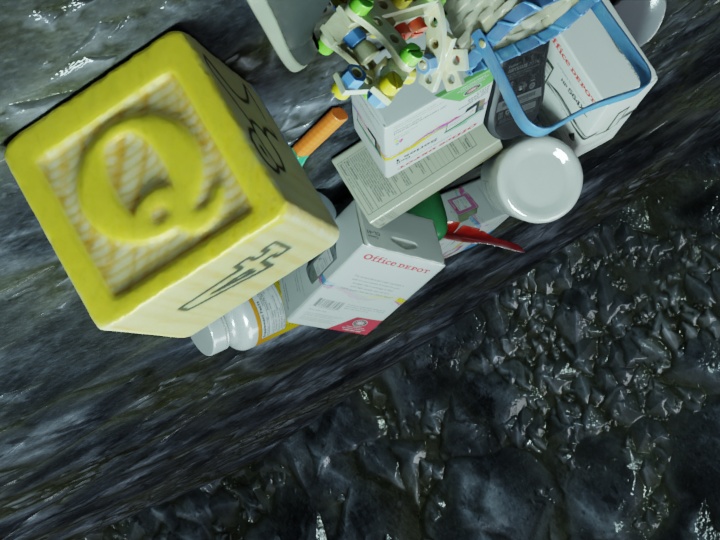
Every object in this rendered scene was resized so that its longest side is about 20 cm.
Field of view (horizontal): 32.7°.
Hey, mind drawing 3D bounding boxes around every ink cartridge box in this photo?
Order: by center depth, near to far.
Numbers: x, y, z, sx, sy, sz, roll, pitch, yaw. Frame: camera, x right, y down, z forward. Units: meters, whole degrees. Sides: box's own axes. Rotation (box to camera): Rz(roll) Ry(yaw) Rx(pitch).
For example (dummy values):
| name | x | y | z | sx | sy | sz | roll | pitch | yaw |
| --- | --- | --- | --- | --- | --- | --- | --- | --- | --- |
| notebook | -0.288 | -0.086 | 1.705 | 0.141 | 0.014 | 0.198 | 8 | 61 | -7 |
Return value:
| name | x | y | z | sx | sy | sz | roll | pitch | yaw |
| --- | --- | --- | --- | --- | --- | --- | --- | --- | --- |
| ink cartridge box | 0.070 | -0.199 | 1.414 | 0.145 | 0.084 | 0.200 | -30 | 169 | -4 |
| ink cartridge box | 0.288 | -0.251 | 1.600 | 0.084 | 0.146 | 0.200 | -28 | 168 | -12 |
| ink cartridge box | 0.000 | 0.000 | 1.722 | 0.147 | 0.086 | 0.200 | 13 | 138 | -35 |
| ink cartridge box | 0.150 | -0.079 | 2.157 | 0.200 | 0.085 | 0.145 | -21 | 166 | -35 |

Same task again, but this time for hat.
| name | x | y | z | sx | sy | sz | roll | pitch | yaw |
| --- | --- | --- | --- | --- | --- | --- | --- | --- | --- |
| hat | 0.107 | -0.045 | 1.904 | 0.200 | 0.176 | 0.166 | -32 | 175 | 25 |

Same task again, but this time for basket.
| name | x | y | z | sx | sy | sz | roll | pitch | yaw |
| --- | --- | --- | --- | --- | --- | --- | --- | --- | --- |
| basket | 0.183 | -0.242 | 1.214 | 0.176 | 0.200 | 0.139 | -23 | 167 | -33 |

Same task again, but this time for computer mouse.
| name | x | y | z | sx | sy | sz | roll | pitch | yaw |
| --- | --- | --- | --- | --- | --- | --- | --- | --- | --- |
| computer mouse | 0.187 | -0.253 | 1.492 | 0.138 | 0.053 | 0.200 | -20 | 138 | -28 |

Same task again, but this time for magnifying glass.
| name | x | y | z | sx | sy | sz | roll | pitch | yaw |
| --- | --- | --- | --- | --- | --- | --- | --- | --- | --- |
| magnifying glass | -0.083 | -0.131 | 1.474 | 0.080 | 0.022 | 0.200 | -18 | 162 | -49 |

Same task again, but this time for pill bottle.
| name | x | y | z | sx | sy | sz | roll | pitch | yaw |
| --- | --- | --- | --- | --- | --- | --- | --- | --- | --- |
| pill bottle | 0.224 | -0.127 | 1.671 | 0.114 | 0.114 | 0.200 | -31 | -172 | 0 |
| pill bottle | -0.159 | 0.053 | 1.848 | 0.200 | 0.111 | 0.111 | -24 | 167 | -30 |

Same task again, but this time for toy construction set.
| name | x | y | z | sx | sy | sz | roll | pitch | yaw |
| --- | --- | --- | --- | --- | --- | --- | --- | --- | --- |
| toy construction set | 0.037 | -0.214 | 1.125 | 0.092 | 0.131 | 0.200 | -38 | 170 | 31 |

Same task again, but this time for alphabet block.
| name | x | y | z | sx | sy | sz | roll | pitch | yaw |
| --- | --- | --- | --- | --- | --- | --- | --- | --- | --- |
| alphabet block | -0.161 | -0.068 | 1.107 | 0.196 | 0.196 | 0.200 | -34 | 168 | 7 |

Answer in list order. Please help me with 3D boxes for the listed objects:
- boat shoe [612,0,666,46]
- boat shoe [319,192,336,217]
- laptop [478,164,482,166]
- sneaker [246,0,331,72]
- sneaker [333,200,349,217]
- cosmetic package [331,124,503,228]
| name | x | y | z | sx | sy | sz | roll | pitch | yaw |
| --- | --- | --- | --- | --- | --- | --- | --- | --- | --- |
| boat shoe | 0.352 | -0.322 | 1.693 | 0.200 | 0.071 | 0.070 | -58 | -174 | 43 |
| boat shoe | -0.109 | -0.051 | 1.620 | 0.200 | 0.074 | 0.065 | -15 | 156 | -52 |
| laptop | 0.121 | -0.193 | 1.774 | 0.187 | 0.116 | 0.200 | -26 | 139 | -27 |
| sneaker | -0.038 | -0.232 | 1.005 | 0.106 | 0.075 | 0.200 | -29 | 168 | 3 |
| sneaker | -0.054 | -0.058 | 1.774 | 0.200 | 0.088 | 0.074 | 1 | 145 | -21 |
| cosmetic package | 0.075 | -0.151 | 1.594 | 0.200 | 0.105 | 0.071 | -31 | 171 | 7 |
